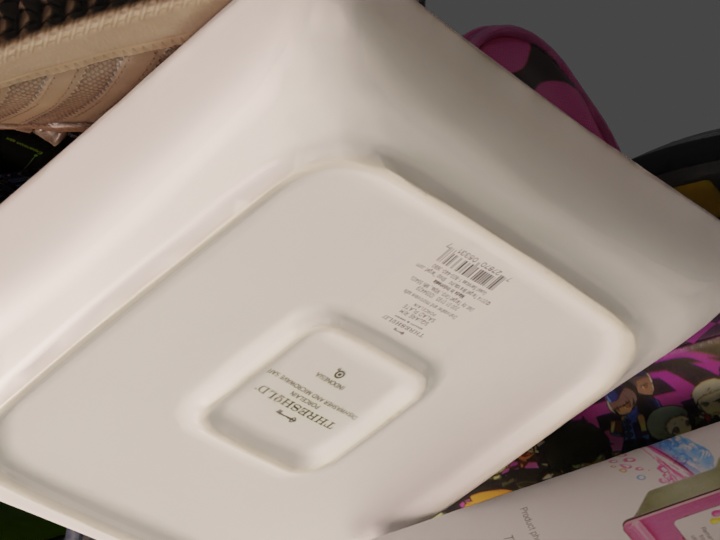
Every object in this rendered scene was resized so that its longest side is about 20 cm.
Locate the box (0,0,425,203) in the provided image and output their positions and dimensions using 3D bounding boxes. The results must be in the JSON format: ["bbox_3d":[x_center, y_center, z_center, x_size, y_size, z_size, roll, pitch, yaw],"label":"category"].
[{"bbox_3d":[-0.115,-0.073,0.707,0.199,0.048,0.193,24,146,-33],"label":"box"}]

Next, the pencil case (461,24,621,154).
[{"bbox_3d":[0.000,0.000,0.781,0.094,0.091,0.200,52,137,-8],"label":"pencil case"}]

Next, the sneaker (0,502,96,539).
[{"bbox_3d":[-0.161,0.074,0.787,0.199,0.074,0.081,-10,-171,13],"label":"sneaker"}]

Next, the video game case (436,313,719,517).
[{"bbox_3d":[0.106,0.088,0.773,0.199,0.036,0.182,-15,124,10],"label":"video game case"}]

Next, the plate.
[{"bbox_3d":[-0.016,0.024,0.649,0.200,0.032,0.199,-38,136,22],"label":"plate"}]

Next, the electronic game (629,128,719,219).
[{"bbox_3d":[0.151,0.009,0.823,0.198,0.042,0.200,3,149,2],"label":"electronic game"}]

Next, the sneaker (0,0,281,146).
[{"bbox_3d":[-0.087,-0.056,0.620,0.199,0.071,0.076,-7,149,14],"label":"sneaker"}]

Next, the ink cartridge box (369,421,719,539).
[{"bbox_3d":[0.113,0.126,0.706,0.199,0.085,0.145,-17,126,-3],"label":"ink cartridge box"}]
